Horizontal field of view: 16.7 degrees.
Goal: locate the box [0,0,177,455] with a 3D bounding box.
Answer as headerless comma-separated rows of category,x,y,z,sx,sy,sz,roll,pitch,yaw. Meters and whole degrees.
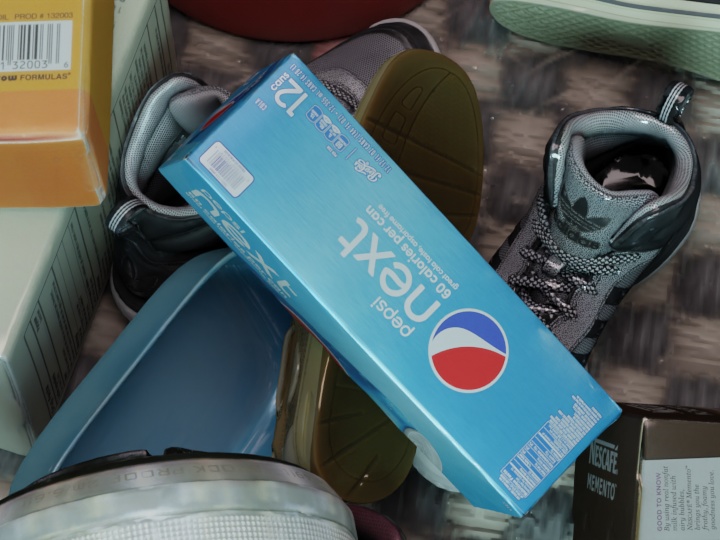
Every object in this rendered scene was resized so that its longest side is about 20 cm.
box,-0.166,-0.039,1.099,0.109,0.128,0.201,17,67,7

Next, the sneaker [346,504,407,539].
sneaker,0.023,0.172,1.017,0.076,0.116,0.200,-40,72,-16

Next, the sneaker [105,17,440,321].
sneaker,-0.037,-0.060,1.115,0.075,0.114,0.200,40,73,21

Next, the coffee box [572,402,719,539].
coffee box,0.198,0.102,1.029,0.199,0.114,0.080,4,90,-8

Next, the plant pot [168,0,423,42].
plant pot,-0.029,-0.234,1.158,0.200,0.177,0.201,0,67,-1

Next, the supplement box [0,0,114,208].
supplement box,-0.139,-0.129,1.034,0.069,0.067,0.201,0,66,3

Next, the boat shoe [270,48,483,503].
boat shoe,0.002,0.001,1.076,0.073,0.063,0.201,13,82,-31

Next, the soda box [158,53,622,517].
soda box,0.011,0.008,1.002,0.064,0.068,0.200,-44,99,-12

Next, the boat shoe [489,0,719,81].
boat shoe,0.162,-0.131,1.174,0.199,0.075,0.062,13,73,11

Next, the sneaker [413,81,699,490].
sneaker,0.086,0.000,1.085,0.075,0.114,0.200,33,70,13

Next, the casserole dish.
casserole dish,-0.083,0.075,1.062,0.039,0.121,0.200,13,56,39

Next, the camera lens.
camera lens,-0.068,0.177,0.913,0.159,0.160,0.201,-9,68,-4
